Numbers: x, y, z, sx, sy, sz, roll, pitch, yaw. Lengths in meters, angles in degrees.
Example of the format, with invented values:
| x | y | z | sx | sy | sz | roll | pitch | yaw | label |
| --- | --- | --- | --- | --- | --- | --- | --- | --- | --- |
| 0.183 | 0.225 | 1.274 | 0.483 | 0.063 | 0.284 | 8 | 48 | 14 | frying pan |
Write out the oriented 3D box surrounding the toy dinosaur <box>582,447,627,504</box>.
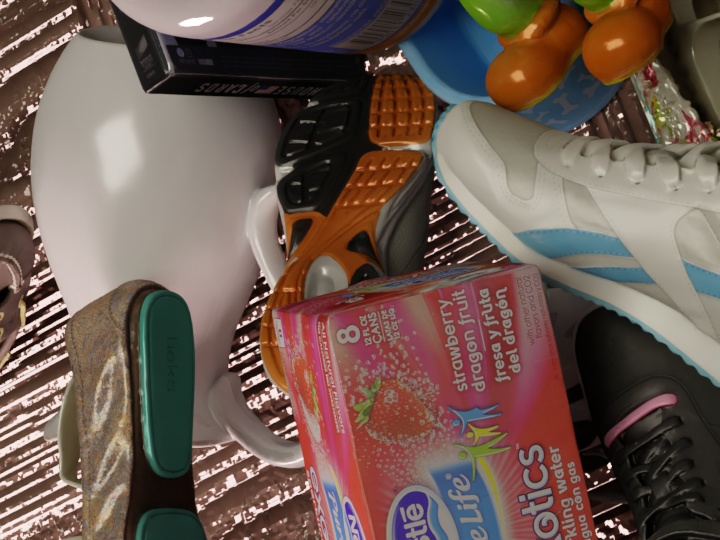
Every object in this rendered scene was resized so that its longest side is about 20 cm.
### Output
| x | y | z | sx | sy | sz | roll | pitch | yaw | label |
| --- | --- | --- | --- | --- | --- | --- | --- | --- | --- |
| 0.189 | 0.134 | 1.203 | 0.102 | 0.077 | 0.201 | -42 | 73 | 39 | toy dinosaur |

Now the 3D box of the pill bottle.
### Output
| x | y | z | sx | sy | sz | roll | pitch | yaw | label |
| --- | --- | --- | --- | --- | --- | --- | --- | --- | --- |
| -0.050 | -0.154 | 1.212 | 0.111 | 0.200 | 0.113 | 0 | 90 | 34 | pill bottle |

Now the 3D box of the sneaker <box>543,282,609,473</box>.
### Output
| x | y | z | sx | sy | sz | roll | pitch | yaw | label |
| --- | --- | --- | --- | --- | --- | --- | --- | --- | --- |
| 0.093 | 0.025 | 1.265 | 0.200 | 0.076 | 0.116 | -24 | 68 | 24 | sneaker |

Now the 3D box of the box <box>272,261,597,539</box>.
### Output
| x | y | z | sx | sy | sz | roll | pitch | yaw | label |
| --- | --- | --- | --- | --- | --- | --- | --- | --- | --- |
| 0.037 | 0.102 | 1.157 | 0.100 | 0.095 | 0.201 | -176 | 73 | -75 | box |

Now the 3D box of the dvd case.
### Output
| x | y | z | sx | sy | sz | roll | pitch | yaw | label |
| --- | --- | --- | --- | --- | --- | --- | --- | --- | --- |
| -0.080 | -0.175 | 1.320 | 0.025 | 0.150 | 0.201 | -31 | 73 | 33 | dvd case |

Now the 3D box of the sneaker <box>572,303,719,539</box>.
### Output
| x | y | z | sx | sy | sz | roll | pitch | yaw | label |
| --- | --- | --- | --- | --- | --- | --- | --- | --- | --- |
| 0.130 | 0.095 | 1.138 | 0.071 | 0.099 | 0.201 | -38 | 70 | 28 | sneaker |

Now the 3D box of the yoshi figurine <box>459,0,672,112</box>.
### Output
| x | y | z | sx | sy | sz | roll | pitch | yaw | label |
| --- | --- | --- | --- | --- | --- | --- | --- | --- | --- |
| 0.039 | -0.155 | 1.139 | 0.112 | 0.112 | 0.201 | -34 | 109 | -1 | yoshi figurine |

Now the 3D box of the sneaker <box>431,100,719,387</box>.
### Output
| x | y | z | sx | sy | sz | roll | pitch | yaw | label |
| --- | --- | --- | --- | --- | --- | --- | --- | --- | --- |
| 0.123 | -0.023 | 1.157 | 0.199 | 0.077 | 0.081 | 30 | 118 | 10 | sneaker |

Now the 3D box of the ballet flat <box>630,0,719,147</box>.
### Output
| x | y | z | sx | sy | sz | roll | pitch | yaw | label |
| --- | --- | --- | --- | --- | --- | --- | --- | --- | --- |
| 0.144 | -0.107 | 1.212 | 0.201 | 0.075 | 0.064 | 64 | 151 | 15 | ballet flat |

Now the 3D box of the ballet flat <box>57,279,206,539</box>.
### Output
| x | y | z | sx | sy | sz | roll | pitch | yaw | label |
| --- | --- | --- | --- | --- | --- | --- | --- | --- | --- |
| -0.107 | 0.106 | 1.278 | 0.067 | 0.068 | 0.201 | -10 | 73 | 31 | ballet flat |

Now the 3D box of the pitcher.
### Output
| x | y | z | sx | sy | sz | roll | pitch | yaw | label |
| --- | --- | --- | --- | --- | --- | --- | --- | --- | --- |
| -0.077 | -0.011 | 1.342 | 0.171 | 0.121 | 0.201 | 9 | 104 | 31 | pitcher |

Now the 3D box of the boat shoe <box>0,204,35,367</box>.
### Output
| x | y | z | sx | sy | sz | roll | pitch | yaw | label |
| --- | --- | --- | --- | --- | --- | --- | --- | --- | --- |
| -0.197 | 0.016 | 1.393 | 0.200 | 0.071 | 0.060 | 133 | 128 | -71 | boat shoe |

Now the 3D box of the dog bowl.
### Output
| x | y | z | sx | sy | sz | roll | pitch | yaw | label |
| --- | --- | --- | --- | --- | --- | --- | --- | --- | --- |
| 0.046 | -0.153 | 1.297 | 0.111 | 0.049 | 0.201 | -42 | 69 | 26 | dog bowl |

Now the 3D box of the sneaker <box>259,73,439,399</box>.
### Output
| x | y | z | sx | sy | sz | roll | pitch | yaw | label |
| --- | --- | --- | --- | --- | --- | --- | --- | --- | --- |
| 0.000 | 0.000 | 1.292 | 0.075 | 0.092 | 0.201 | 0 | 51 | 17 | sneaker |
